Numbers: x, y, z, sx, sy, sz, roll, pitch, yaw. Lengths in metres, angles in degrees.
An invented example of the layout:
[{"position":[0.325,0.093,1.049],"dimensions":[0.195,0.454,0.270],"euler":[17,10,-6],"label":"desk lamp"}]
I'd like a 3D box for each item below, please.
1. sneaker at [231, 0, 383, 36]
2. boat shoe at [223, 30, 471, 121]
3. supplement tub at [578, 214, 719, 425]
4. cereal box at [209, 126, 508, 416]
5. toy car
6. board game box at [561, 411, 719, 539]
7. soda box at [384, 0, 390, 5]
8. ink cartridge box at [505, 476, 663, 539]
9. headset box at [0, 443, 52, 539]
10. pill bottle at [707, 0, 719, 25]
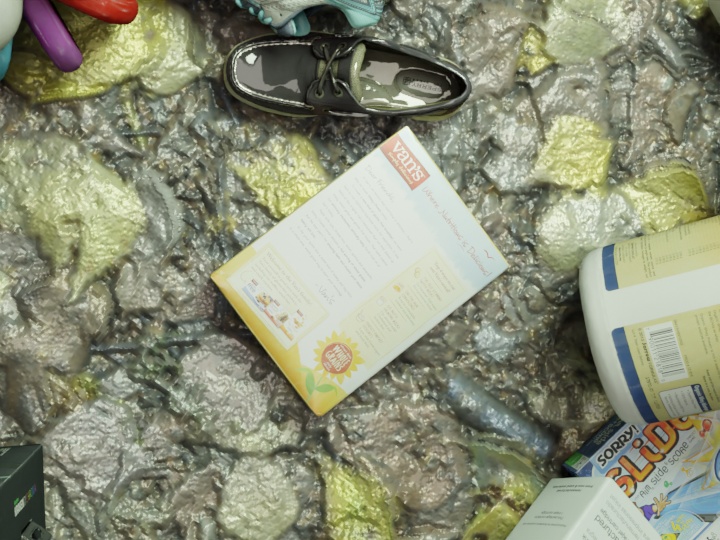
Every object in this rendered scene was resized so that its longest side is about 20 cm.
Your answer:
[{"position":[-0.074,-0.218,0.733],"dimensions":[0.199,0.078,0.087],"euler":[7,115,20],"label":"sneaker"},{"position":[-0.008,-0.155,0.767],"dimensions":[0.199,0.065,0.072],"euler":[7,91,-8],"label":"boat shoe"},{"position":[0.281,0.030,0.738],"dimensions":[0.199,0.144,0.145],"euler":[-16,93,22],"label":"supplement tub"},{"position":[0.000,0.000,0.782],"dimensions":[0.200,0.040,0.144],"euler":[-37,96,-7],"label":"cereal box"},{"position":[-0.239,-0.215,0.699],"dimensions":[0.200,0.175,0.150],"euler":[-37,134,0],"label":"toy car"},{"position":[0.290,0.150,0.829],"dimensions":[0.200,0.034,0.135],"euler":[-43,96,-6],"label":"board game box"},{"position":[0.073,-0.293,0.780],"dimensions":[0.200,0.063,0.071],"euler":[-34,95,-8],"label":"soda box"},{"position":[0.161,0.283,0.754],"dimensions":[0.147,0.083,0.200],"euler":[49,63,-7],"label":"ink cartridge box"},{"position":[-0.318,0.183,0.667],"dimensions":[0.199,0.174,0.093],"euler":[-3,90,-10],"label":"headset box"},{"position":[0.385,-0.171,0.802],"dimensions":[0.114,0.114,0.201],"euler":[-32,95,-7],"label":"pill bottle"}]
